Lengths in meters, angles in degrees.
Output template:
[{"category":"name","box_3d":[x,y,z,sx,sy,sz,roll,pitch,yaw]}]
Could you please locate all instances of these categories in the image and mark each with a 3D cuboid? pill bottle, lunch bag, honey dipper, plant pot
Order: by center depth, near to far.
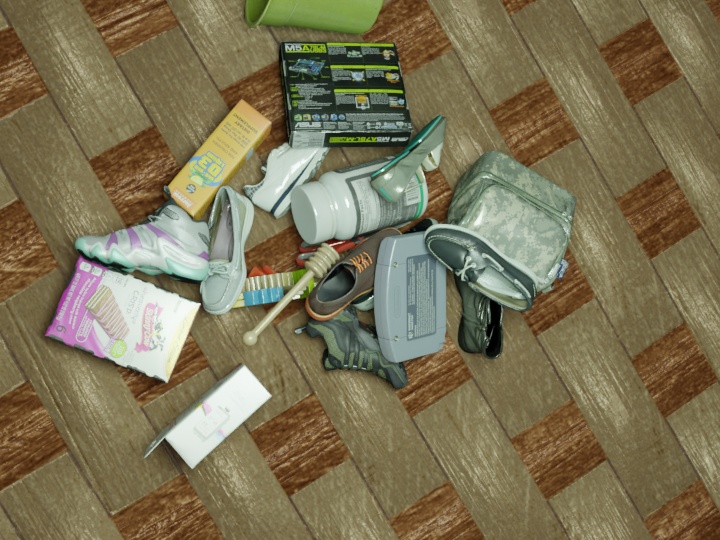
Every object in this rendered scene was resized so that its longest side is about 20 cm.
[{"category":"honey dipper","box_3d":[-0.109,0.041,1.403,0.038,0.038,0.200,43,75,-5]},{"category":"pill bottle","box_3d":[-0.002,-0.113,1.462,0.200,0.113,0.113,-17,89,-24]},{"category":"plant pot","box_3d":[-0.066,-0.465,1.473,0.190,0.200,0.200,11,83,-23]},{"category":"lunch bag","box_3d":[0.242,-0.070,1.486,0.200,0.139,0.168,30,54,-11]}]

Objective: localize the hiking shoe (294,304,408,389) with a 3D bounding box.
[{"category":"hiking shoe","box_3d":[-0.011,0.133,1.489,0.101,0.076,0.200,-43,100,11]}]

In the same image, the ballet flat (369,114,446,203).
[{"category":"ballet flat","box_3d":[0.087,-0.170,1.424,0.064,0.067,0.200,51,53,-9]}]

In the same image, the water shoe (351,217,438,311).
[{"category":"water shoe","box_3d":[0.049,-0.023,1.495,0.200,0.071,0.079,-48,116,-10]}]

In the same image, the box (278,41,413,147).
[{"category":"box","box_3d":[-0.027,-0.289,1.486,0.200,0.048,0.193,-3,58,-12]}]

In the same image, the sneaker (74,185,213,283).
[{"category":"sneaker","box_3d":[-0.322,-0.065,1.386,0.200,0.078,0.140,13,77,-17]}]

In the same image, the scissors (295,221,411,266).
[{"category":"scissors","box_3d":[-0.009,-0.044,1.487,0.200,0.073,0.014,-11,121,-3]}]

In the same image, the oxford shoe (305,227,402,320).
[{"category":"oxford shoe","box_3d":[0.000,0.000,1.420,0.071,0.073,0.200,43,70,6]}]

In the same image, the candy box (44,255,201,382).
[{"category":"candy box","box_3d":[-0.367,0.077,1.419,0.200,0.061,0.136,22,81,-9]}]

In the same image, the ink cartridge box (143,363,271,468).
[{"category":"ink cartridge box","box_3d":[-0.236,0.234,1.405,0.200,0.116,0.068,-41,94,-10]}]

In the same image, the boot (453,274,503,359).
[{"category":"boot","box_3d":[0.206,0.045,1.499,0.068,0.131,0.200,-1,86,-12]}]

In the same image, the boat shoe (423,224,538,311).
[{"category":"boat shoe","box_3d":[0.186,-0.004,1.408,0.200,0.076,0.060,25,44,-5]}]

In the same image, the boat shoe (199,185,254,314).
[{"category":"boat shoe","box_3d":[-0.218,-0.031,1.434,0.074,0.065,0.202,4,73,26]}]

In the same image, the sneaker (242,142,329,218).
[{"category":"sneaker","box_3d":[-0.106,-0.183,1.488,0.080,0.076,0.200,35,78,3]}]

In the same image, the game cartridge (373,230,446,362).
[{"category":"game cartridge","box_3d":[0.080,0.040,1.446,0.133,0.042,0.200,-8,103,-36]}]

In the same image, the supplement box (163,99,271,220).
[{"category":"supplement box","box_3d":[-0.229,-0.175,1.464,0.067,0.069,0.200,38,82,-4]}]

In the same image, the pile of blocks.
[{"category":"pile of blocks","box_3d":[-0.132,0.019,1.459,0.200,0.082,0.062,-8,88,-11]}]
